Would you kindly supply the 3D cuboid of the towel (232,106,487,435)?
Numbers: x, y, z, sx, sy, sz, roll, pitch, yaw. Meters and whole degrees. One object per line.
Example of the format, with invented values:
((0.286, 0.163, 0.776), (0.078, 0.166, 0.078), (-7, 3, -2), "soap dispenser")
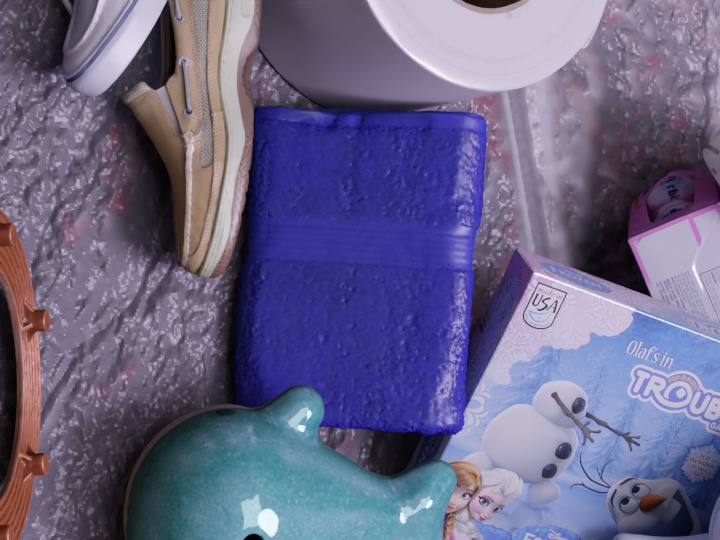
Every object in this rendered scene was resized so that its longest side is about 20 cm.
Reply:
((0.000, 0.000, 1.631), (0.147, 0.050, 0.201), (3, 81, 10), "towel")

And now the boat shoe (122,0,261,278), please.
((-0.106, -0.095, 1.597), (0.076, 0.072, 0.201), (7, 74, -17), "boat shoe")

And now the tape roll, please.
((0.038, -0.201, 1.648), (0.202, 0.139, 0.204), (4, 83, -32), "tape roll")

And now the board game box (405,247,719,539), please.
((0.143, 0.109, 1.674), (0.199, 0.043, 0.200), (19, 106, -22), "board game box")

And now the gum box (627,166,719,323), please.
((0.239, 0.035, 1.762), (0.066, 0.114, 0.201), (-22, 100, 10), "gum box")

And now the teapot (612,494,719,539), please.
((0.284, 0.166, 1.608), (0.146, 0.197, 0.200), (30, 100, -41), "teapot")

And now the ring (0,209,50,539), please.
((-0.198, 0.063, 1.459), (0.019, 0.200, 0.201), (-1, 85, 9), "ring")

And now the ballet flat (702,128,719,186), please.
((0.254, -0.065, 1.732), (0.067, 0.200, 0.068), (45, 95, 6), "ballet flat")

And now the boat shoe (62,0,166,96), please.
((-0.150, -0.204, 1.566), (0.086, 0.075, 0.203), (31, 68, -27), "boat shoe")

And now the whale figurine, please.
((-0.037, 0.149, 1.562), (0.199, 0.104, 0.160), (5, 98, -14), "whale figurine")
